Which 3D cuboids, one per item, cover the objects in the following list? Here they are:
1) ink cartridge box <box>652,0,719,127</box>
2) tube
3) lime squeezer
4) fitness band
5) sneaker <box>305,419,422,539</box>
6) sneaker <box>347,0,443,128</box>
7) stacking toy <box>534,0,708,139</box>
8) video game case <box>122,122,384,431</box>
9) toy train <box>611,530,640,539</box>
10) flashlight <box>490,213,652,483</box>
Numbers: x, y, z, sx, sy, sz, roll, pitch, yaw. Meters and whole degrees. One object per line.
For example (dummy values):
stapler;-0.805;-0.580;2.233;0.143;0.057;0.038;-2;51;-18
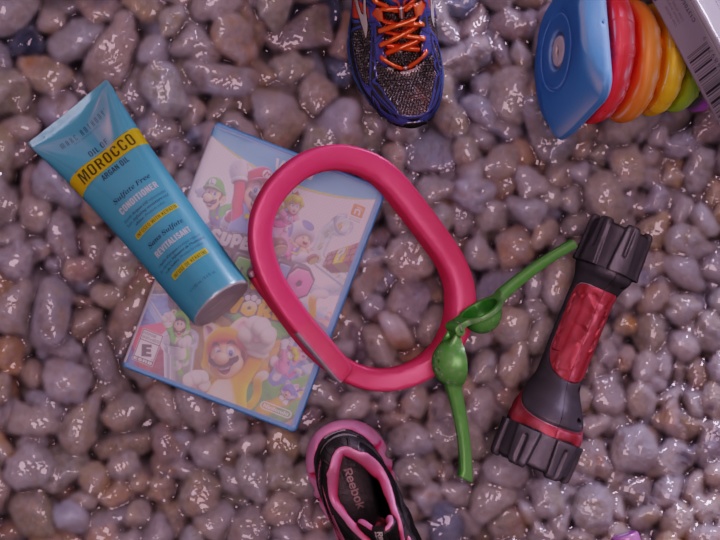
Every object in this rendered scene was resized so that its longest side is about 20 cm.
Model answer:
ink cartridge box;0.304;-0.213;1.408;0.199;0.041;0.200;-17;76;-38
tube;-0.163;-0.049;1.393;0.077;0.050;0.200;-38;74;-9
lime squeezer;0.096;0.055;1.390;0.070;0.038;0.201;25;85;-6
fitness band;0.000;0.000;1.400;0.144;0.037;0.200;-40;101;-13
sneaker;0.018;0.208;1.377;0.079;0.095;0.201;-27;91;-7
sneaker;0.023;-0.207;1.404;0.075;0.078;0.201;-10;88;-4
stacking toy;0.242;-0.161;1.417;0.199;0.110;0.117;2;72;-16
video game case;-0.081;0.005;1.417;0.143;0.018;0.201;21;86;-2
toy train;0.218;0.288;1.407;0.200;0.056;0.150;-43;91;-5
flashlight;0.165;0.058;1.405;0.068;0.068;0.201;23;91;31
